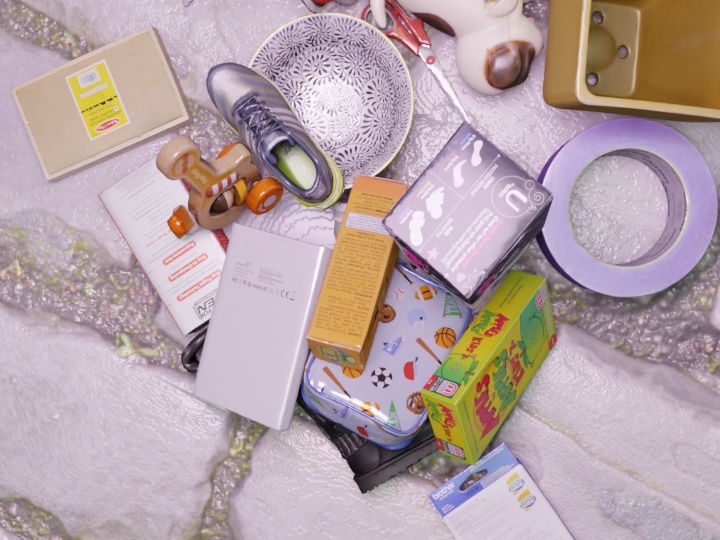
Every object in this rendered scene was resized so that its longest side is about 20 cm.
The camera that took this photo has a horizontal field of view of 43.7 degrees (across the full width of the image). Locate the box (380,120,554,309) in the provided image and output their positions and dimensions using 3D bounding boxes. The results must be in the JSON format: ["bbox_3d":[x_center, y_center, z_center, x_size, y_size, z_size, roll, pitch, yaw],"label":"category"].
[{"bbox_3d":[0.113,-0.045,0.921,0.114,0.200,0.132,40,91,11],"label":"box"}]

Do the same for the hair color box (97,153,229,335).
[{"bbox_3d":[-0.221,-0.033,1.097,0.101,0.061,0.201,-31,88,4],"label":"hair color box"}]

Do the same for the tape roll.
[{"bbox_3d":[0.302,-0.071,1.041,0.197,0.085,0.203,0,92,5],"label":"tape roll"}]

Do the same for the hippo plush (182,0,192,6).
[{"bbox_3d":[-0.135,-0.412,1.028,0.197,0.161,0.162,-4,92,5],"label":"hippo plush"}]

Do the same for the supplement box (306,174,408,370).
[{"bbox_3d":[0.000,0.000,0.974,0.068,0.067,0.202,10,66,10],"label":"supplement box"}]

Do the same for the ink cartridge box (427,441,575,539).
[{"bbox_3d":[0.183,0.318,1.085,0.119,0.042,0.201,-35,91,5],"label":"ink cartridge box"}]

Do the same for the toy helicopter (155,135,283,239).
[{"bbox_3d":[-0.175,-0.092,0.980,0.132,0.200,0.079,-43,72,1],"label":"toy helicopter"}]

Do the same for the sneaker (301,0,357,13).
[{"bbox_3d":[-0.022,-0.343,0.999,0.084,0.200,0.078,-25,100,29],"label":"sneaker"}]

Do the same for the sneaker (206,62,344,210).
[{"bbox_3d":[-0.095,-0.152,0.979,0.074,0.081,0.200,-45,88,5],"label":"sneaker"}]

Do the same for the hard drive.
[{"bbox_3d":[-0.111,0.059,0.999,0.131,0.026,0.202,15,93,31],"label":"hard drive"}]

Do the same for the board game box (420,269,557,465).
[{"bbox_3d":[0.148,0.105,1.000,0.047,0.102,0.200,15,50,36],"label":"board game box"}]

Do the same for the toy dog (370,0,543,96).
[{"bbox_3d":[0.129,-0.296,1.017,0.193,0.139,0.201,-37,100,-13],"label":"toy dog"}]

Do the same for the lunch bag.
[{"bbox_3d":[0.027,0.086,1.014,0.159,0.076,0.201,25,63,9],"label":"lunch bag"}]

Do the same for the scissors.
[{"bbox_3d":[0.083,-0.269,1.088,0.200,0.014,0.073,45,93,4],"label":"scissors"}]

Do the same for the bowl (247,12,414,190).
[{"bbox_3d":[-0.036,-0.192,1.060,0.198,0.094,0.204,0,91,4],"label":"bowl"}]

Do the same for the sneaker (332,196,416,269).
[{"bbox_3d":[0.061,-0.033,1.079,0.198,0.075,0.083,12,108,10],"label":"sneaker"}]

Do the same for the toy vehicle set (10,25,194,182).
[{"bbox_3d":[-0.321,-0.206,1.117,0.198,0.027,0.126,-22,90,5],"label":"toy vehicle set"}]

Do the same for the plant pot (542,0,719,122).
[{"bbox_3d":[0.290,-0.257,0.970,0.193,0.200,0.197,4,92,-10],"label":"plant pot"}]

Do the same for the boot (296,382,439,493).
[{"bbox_3d":[0.039,0.150,1.072,0.210,0.079,0.159,-33,87,3],"label":"boot"}]

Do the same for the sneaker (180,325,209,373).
[{"bbox_3d":[-0.128,0.077,1.080,0.199,0.086,0.081,-32,91,4],"label":"sneaker"}]
